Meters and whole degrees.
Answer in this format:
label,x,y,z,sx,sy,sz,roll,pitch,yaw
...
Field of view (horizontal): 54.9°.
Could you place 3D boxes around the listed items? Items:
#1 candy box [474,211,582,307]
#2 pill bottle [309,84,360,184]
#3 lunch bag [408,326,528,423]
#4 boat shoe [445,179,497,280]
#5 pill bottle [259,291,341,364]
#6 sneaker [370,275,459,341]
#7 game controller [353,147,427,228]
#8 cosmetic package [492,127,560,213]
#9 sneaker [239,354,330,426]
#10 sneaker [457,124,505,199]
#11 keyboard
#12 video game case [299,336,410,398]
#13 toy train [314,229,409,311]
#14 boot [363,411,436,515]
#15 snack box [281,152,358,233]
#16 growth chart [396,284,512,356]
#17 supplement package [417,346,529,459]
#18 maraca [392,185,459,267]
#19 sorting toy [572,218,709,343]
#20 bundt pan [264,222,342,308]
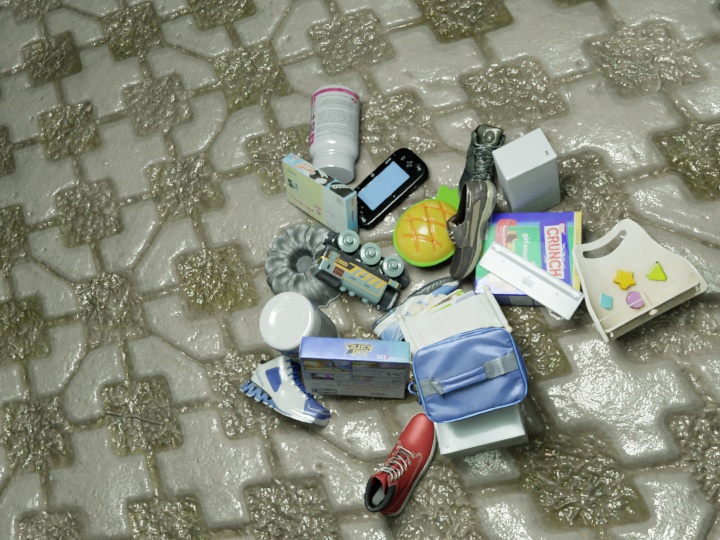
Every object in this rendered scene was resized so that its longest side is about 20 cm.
label,x,y,z,sx,sy,sz,roll,pitch,yaw
candy box,0.329,-0.022,1.348,0.198,0.077,0.171,1,72,18
pill bottle,-0.058,-0.303,1.556,0.112,0.113,0.202,-5,70,16
lunch bag,0.177,0.175,1.163,0.198,0.132,0.137,-19,77,8
boat shoe,0.200,-0.082,1.344,0.072,0.075,0.202,11,105,-13
pill bottle,-0.111,0.125,1.374,0.112,0.200,0.115,-6,68,16
sneaker,0.119,0.083,1.394,0.199,0.076,0.077,-36,87,3
game controller,0.053,-0.181,1.517,0.200,0.042,0.104,-42,64,0
cosmetic package,0.323,-0.178,1.338,0.101,0.200,0.072,-25,65,7
sneaker,-0.145,0.232,1.414,0.198,0.081,0.116,20,81,25
sneaker,0.244,-0.216,1.400,0.075,0.115,0.201,11,59,6
keyboard,0.317,0.016,1.296,0.199,0.011,0.057,34,93,24
video game case,-0.010,0.184,1.302,0.197,0.182,0.046,3,60,1
toy train,0.000,0.000,1.418,0.199,0.085,0.115,29,77,-8
boot,0.074,0.348,1.265,0.072,0.144,0.202,20,77,25
snack box,-0.089,-0.162,1.508,0.199,0.117,0.037,34,56,29
growth chart,0.168,0.092,1.290,0.198,0.018,0.146,-21,42,8
supplement package,0.208,0.229,1.281,0.154,0.111,0.202,-17,67,12
maraca,0.156,-0.092,1.417,0.200,0.107,0.137,-41,73,-11
sorting toy,0.478,0.009,1.251,0.199,0.107,0.181,-28,77,4
bundt pan,-0.123,-0.015,1.498,0.200,0.076,0.204,-6,70,17
